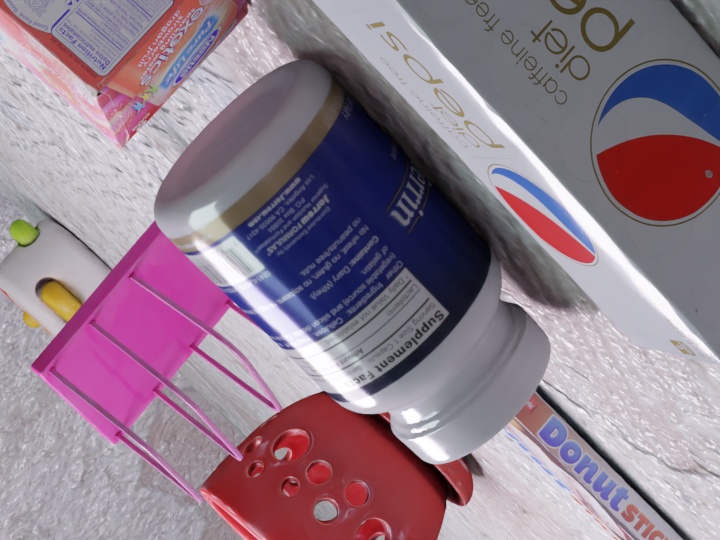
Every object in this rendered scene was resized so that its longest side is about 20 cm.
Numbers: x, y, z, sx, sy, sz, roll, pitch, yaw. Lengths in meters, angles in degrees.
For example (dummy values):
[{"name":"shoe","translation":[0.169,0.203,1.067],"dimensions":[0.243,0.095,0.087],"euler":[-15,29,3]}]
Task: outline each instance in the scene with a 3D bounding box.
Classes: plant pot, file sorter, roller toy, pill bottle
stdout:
[{"name":"plant pot","translation":[-0.013,0.195,1.554],"dimensions":[0.200,0.183,0.200],"euler":[41,170,8]},{"name":"file sorter","translation":[-0.118,0.056,1.336],"dimensions":[0.125,0.200,0.139],"euler":[33,167,29]},{"name":"roller toy","translation":[-0.449,0.030,2.620],"dimensions":[0.200,0.140,0.183],"euler":[35,168,30]},{"name":"pill bottle","translation":[0.000,0.000,0.895],"dimensions":[0.200,0.116,0.116],"euler":[46,169,-19]}]

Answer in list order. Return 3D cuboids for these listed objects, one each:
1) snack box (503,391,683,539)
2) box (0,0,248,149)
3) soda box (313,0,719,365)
[{"name":"snack box","translation":[0.139,0.127,1.152],"dimensions":[0.200,0.024,0.072],"euler":[45,171,-14]},{"name":"box","translation":[-0.160,-0.167,0.850],"dimensions":[0.200,0.103,0.095],"euler":[40,169,8]},{"name":"soda box","translation":[0.059,-0.063,0.551],"dimensions":[0.200,0.068,0.064],"euler":[45,169,-16]}]
